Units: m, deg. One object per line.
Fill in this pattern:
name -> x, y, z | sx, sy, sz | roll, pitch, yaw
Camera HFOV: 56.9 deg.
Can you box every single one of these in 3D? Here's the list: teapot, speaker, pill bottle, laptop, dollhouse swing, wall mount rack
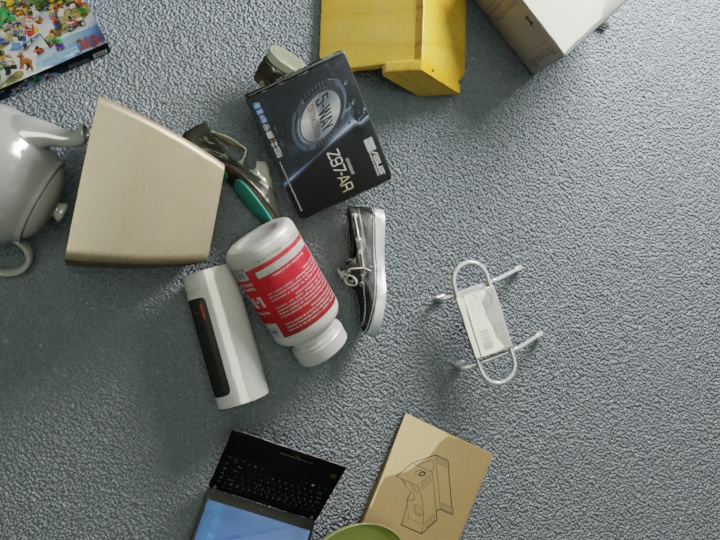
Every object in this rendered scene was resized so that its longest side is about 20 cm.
teapot -> -0.462, -0.106, 0.879 | 0.145, 0.199, 0.200 | 30, 69, -20
speaker -> -0.197, 0.093, 0.972 | 0.080, 0.081, 0.203 | -15, 91, -13
pill bottle -> -0.102, 0.035, 0.972 | 0.111, 0.112, 0.202 | -33, 108, -13
laptop -> -0.138, 0.354, 0.952 | 0.175, 0.104, 0.202 | 21, 120, -11
dollhouse swing -> 0.055, -0.394, 1.087 | 0.181, 0.174, 0.204 | 8, 82, -54
wall mount rack -> 0.215, 0.074, 1.076 | 0.171, 0.075, 0.203 | -18, 90, -10

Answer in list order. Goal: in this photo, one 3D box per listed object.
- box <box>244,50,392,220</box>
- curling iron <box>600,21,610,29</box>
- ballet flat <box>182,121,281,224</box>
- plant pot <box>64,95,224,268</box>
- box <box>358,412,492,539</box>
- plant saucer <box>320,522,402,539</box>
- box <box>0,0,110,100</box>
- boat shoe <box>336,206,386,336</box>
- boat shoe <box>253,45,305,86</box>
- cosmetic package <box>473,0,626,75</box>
box -> -0.060, -0.199, 0.994 | 0.158, 0.044, 0.202 | -23, 111, 0
curling iron -> 0.357, -0.479, 1.164 | 0.198, 0.026, 0.050 | 29, 91, -9
ballet flat -> -0.180, -0.150, 1.002 | 0.200, 0.068, 0.069 | 42, 70, -8
plant pot -> -0.293, -0.093, 0.913 | 0.174, 0.199, 0.203 | 12, 84, -23
box -> 0.101, 0.352, 1.053 | 0.162, 0.021, 0.203 | 26, 82, -9
plant saucer -> -0.020, 0.460, 0.986 | 0.197, 0.031, 0.204 | -7, 106, -25
box -> -0.485, -0.342, 0.957 | 0.198, 0.038, 0.138 | -30, 93, -13
boat shoe -> 0.001, -0.001, 1.026 | 0.067, 0.073, 0.203 | 3, 85, -17
boat shoe -> -0.071, -0.266, 1.037 | 0.200, 0.072, 0.061 | 33, 121, -20
cosmetic package -> 0.299, -0.457, 1.063 | 0.166, 0.167, 0.200 | -41, 96, 2
